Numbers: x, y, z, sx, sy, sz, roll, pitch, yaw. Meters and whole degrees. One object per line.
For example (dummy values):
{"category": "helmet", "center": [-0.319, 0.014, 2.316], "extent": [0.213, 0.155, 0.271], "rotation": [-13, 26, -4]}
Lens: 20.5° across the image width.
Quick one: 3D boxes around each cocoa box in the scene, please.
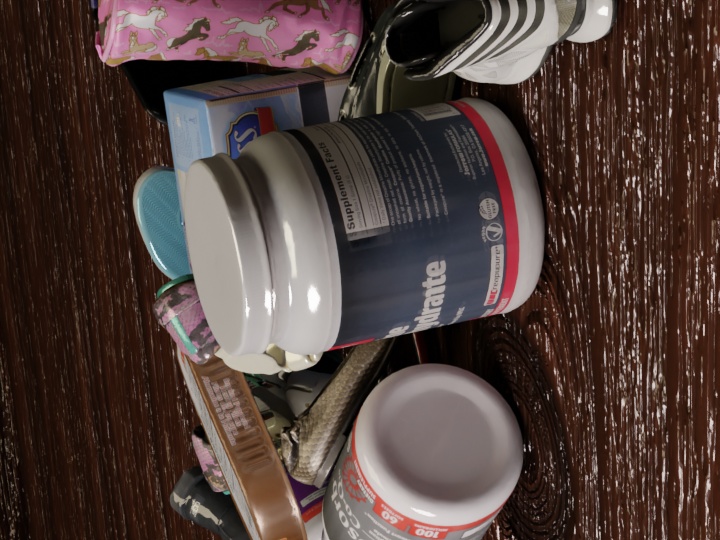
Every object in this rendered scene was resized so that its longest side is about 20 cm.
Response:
{"category": "cocoa box", "center": [-0.064, -0.049, 1.542], "extent": [0.133, 0.131, 0.201], "rotation": [-158, 59, -68]}

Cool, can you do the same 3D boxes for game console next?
{"category": "game console", "center": [-0.165, -0.128, 1.821], "extent": [0.200, 0.116, 0.177], "rotation": [-122, 27, -48]}

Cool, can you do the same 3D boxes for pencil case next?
{"category": "pencil case", "center": [-0.094, -0.187, 1.452], "extent": [0.086, 0.199, 0.083], "rotation": [177, 93, -71]}

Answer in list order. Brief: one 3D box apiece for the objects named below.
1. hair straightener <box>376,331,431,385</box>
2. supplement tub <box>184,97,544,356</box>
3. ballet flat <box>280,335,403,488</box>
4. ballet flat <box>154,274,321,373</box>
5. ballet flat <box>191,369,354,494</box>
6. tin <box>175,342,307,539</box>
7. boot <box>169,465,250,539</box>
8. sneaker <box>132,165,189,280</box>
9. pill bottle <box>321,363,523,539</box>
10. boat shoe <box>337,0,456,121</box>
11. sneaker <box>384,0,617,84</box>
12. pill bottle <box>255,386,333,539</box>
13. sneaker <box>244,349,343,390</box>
{"category": "hair straightener", "center": [0.000, 0.000, 1.462], "extent": [0.041, 0.077, 0.201], "rotation": [-119, 18, -86]}
{"category": "supplement tub", "center": [0.002, -0.026, 1.248], "extent": [0.140, 0.199, 0.141], "rotation": [168, 90, -72]}
{"category": "ballet flat", "center": [-0.002, 0.059, 1.407], "extent": [0.201, 0.046, 0.067], "rotation": [-63, -6, 7]}
{"category": "ballet flat", "center": [-0.063, 0.035, 1.362], "extent": [0.069, 0.200, 0.071], "rotation": [-29, 78, 31]}
{"category": "ballet flat", "center": [-0.054, 0.116, 1.549], "extent": [0.199, 0.069, 0.071], "rotation": [-23, 111, 31]}
{"category": "tin", "center": [-0.092, 0.121, 1.474], "extent": [0.112, 0.042, 0.201], "rotation": [97, 151, -61]}
{"category": "boot", "center": [-0.046, 0.239, 1.733], "extent": [0.200, 0.164, 0.066], "rotation": [32, 113, 36]}
{"category": "sneaker", "center": [-0.151, -0.022, 1.796], "extent": [0.200, 0.079, 0.131], "rotation": [55, 172, -26]}
{"category": "pill bottle", "center": [0.036, 0.157, 1.391], "extent": [0.200, 0.115, 0.116], "rotation": [111, 144, -58]}
{"category": "boat shoe", "center": [0.016, -0.099, 1.367], "extent": [0.200, 0.074, 0.066], "rotation": [98, 156, -45]}
{"category": "sneaker", "center": [0.057, -0.145, 1.149], "extent": [0.200, 0.115, 0.076], "rotation": [165, 93, -72]}
{"category": "pill bottle", "center": [-0.039, 0.183, 1.634], "extent": [0.200, 0.112, 0.113], "rotation": [-123, 28, -50]}
{"category": "sneaker", "center": [-0.069, 0.078, 1.663], "extent": [0.088, 0.074, 0.200], "rotation": [-57, 17, 13]}
